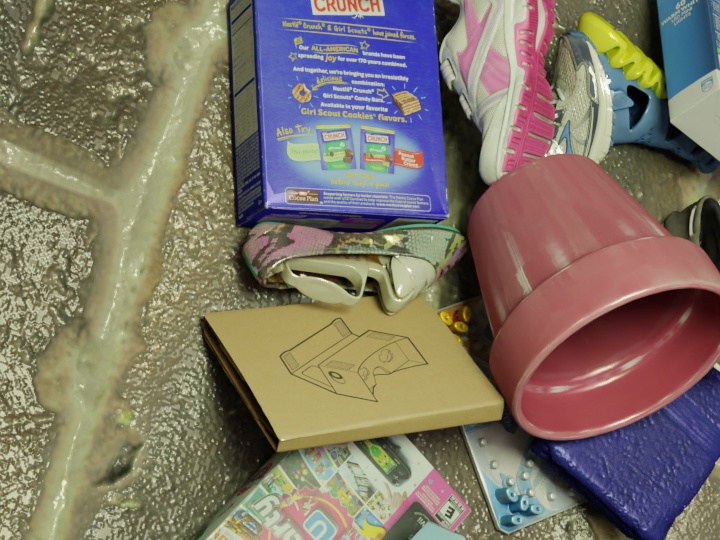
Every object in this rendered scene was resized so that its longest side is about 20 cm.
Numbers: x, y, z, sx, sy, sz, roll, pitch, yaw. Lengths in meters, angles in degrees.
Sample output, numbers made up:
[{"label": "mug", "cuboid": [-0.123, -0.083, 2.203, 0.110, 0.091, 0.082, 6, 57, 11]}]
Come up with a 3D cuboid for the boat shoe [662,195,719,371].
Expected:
[{"label": "boat shoe", "cuboid": [0.308, 0.007, 1.693, 0.067, 0.057, 0.200, 29, 31, -26]}]

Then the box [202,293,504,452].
[{"label": "box", "cuboid": [-0.007, 0.078, 1.546, 0.200, 0.021, 0.164, -5, 36, -26]}]

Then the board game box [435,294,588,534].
[{"label": "board game box", "cuboid": [0.173, 0.103, 1.681, 0.200, 0.026, 0.200, -18, 86, -28]}]

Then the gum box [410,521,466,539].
[{"label": "gum box", "cuboid": [0.029, 0.325, 1.507, 0.200, 0.045, 0.170, -44, 129, -27]}]

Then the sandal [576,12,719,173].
[{"label": "sandal", "cuboid": [0.251, -0.148, 1.760, 0.200, 0.079, 0.087, 37, 102, -21]}]

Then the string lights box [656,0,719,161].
[{"label": "string lights box", "cuboid": [0.327, -0.192, 1.748, 0.103, 0.059, 0.200, 34, 39, -29]}]

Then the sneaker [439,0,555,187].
[{"label": "sneaker", "cuboid": [0.112, -0.162, 1.636, 0.081, 0.088, 0.200, 33, 57, -58]}]

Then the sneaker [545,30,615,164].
[{"label": "sneaker", "cuboid": [0.170, -0.108, 1.676, 0.085, 0.077, 0.200, -2, 104, -12]}]

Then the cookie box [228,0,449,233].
[{"label": "cookie box", "cuboid": [-0.019, -0.137, 1.619, 0.171, 0.075, 0.200, 3, 77, -25]}]

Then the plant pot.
[{"label": "plant pot", "cuboid": [0.180, 0.011, 1.579, 0.200, 0.200, 0.179, -6, 51, -26]}]

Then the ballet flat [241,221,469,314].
[{"label": "ballet flat", "cuboid": [0.000, 0.000, 1.594, 0.200, 0.069, 0.071, 3, 49, -21]}]

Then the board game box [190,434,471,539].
[{"label": "board game box", "cuboid": [-0.029, 0.212, 1.540, 0.148, 0.064, 0.200, 48, 64, -7]}]

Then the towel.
[{"label": "towel", "cuboid": [0.249, 0.126, 1.674, 0.148, 0.050, 0.200, 42, 64, -4]}]
